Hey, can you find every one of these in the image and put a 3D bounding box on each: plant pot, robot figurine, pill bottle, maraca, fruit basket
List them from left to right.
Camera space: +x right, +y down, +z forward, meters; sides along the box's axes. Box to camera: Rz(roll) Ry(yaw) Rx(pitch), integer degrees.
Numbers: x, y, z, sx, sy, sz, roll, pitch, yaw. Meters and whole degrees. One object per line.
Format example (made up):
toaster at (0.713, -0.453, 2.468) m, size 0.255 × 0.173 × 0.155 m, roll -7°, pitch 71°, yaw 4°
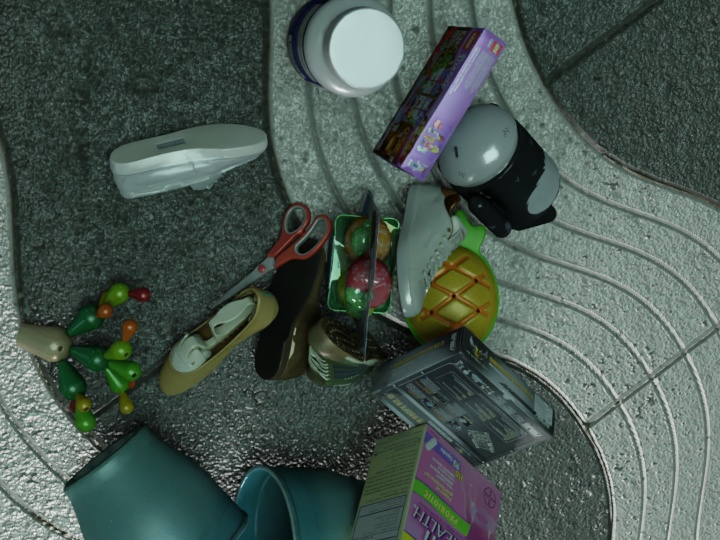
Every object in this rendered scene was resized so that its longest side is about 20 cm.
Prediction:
plant pot at (-0.283, 0.316, 1.264) m, size 0.200 × 0.200 × 0.188 m, roll -37°, pitch 95°, yaw -3°
plant pot at (-0.054, 0.367, 1.331) m, size 0.187 × 0.200 × 0.201 m, roll 2°, pitch 105°, yaw -31°
pill bottle at (-0.016, -0.273, 1.157) m, size 0.119 × 0.200 × 0.120 m, roll -4°, pitch 106°, yaw -14°
fruit basket at (0.000, 0.000, 1.239) m, size 0.093 × 0.200 × 0.186 m, roll 6°, pitch 105°, yaw 0°
maraca at (0.123, 0.016, 1.328) m, size 0.136 × 0.107 × 0.201 m, roll -3°, pitch 86°, yaw -4°
robot figurine at (0.186, -0.133, 1.281) m, size 0.125 × 0.150 × 0.200 m, roll -44°, pitch 128°, yaw 10°

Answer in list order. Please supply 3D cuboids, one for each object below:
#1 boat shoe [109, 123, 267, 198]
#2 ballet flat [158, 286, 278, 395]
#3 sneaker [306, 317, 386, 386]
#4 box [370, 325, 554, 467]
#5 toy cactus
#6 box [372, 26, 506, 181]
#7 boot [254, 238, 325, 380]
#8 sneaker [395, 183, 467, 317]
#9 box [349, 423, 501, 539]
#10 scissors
boat shoe at (-0.215, -0.134, 1.217) m, size 0.199 × 0.072 × 0.069 m, roll -17°, pitch 130°, yaw -17°
ballet flat at (-0.201, 0.088, 1.272) m, size 0.200 × 0.069 × 0.063 m, roll -40°, pitch 153°, yaw 0°
sneaker at (-0.037, 0.123, 1.285) m, size 0.090 × 0.200 × 0.067 m, roll -39°, pitch 69°, yaw 12°
box at (0.138, 0.176, 1.274) m, size 0.158 × 0.048 × 0.200 m, roll -30°, pitch 119°, yaw 36°
toy cactus at (-0.359, 0.101, 1.240) m, size 0.164 × 0.102 × 0.201 m, roll 17°, pitch 103°, yaw 1°
box at (0.098, -0.220, 1.236) m, size 0.039 × 0.137 × 0.201 m, roll 29°, pitch 95°, yaw -20°
boot at (-0.083, 0.055, 1.314) m, size 0.075 × 0.073 × 0.201 m, roll 12°, pitch 99°, yaw -47°
sneaker at (0.095, -0.031, 1.261) m, size 0.084 × 0.073 × 0.201 m, roll 2°, pitch 62°, yaw 14°
box at (0.089, 0.342, 1.274) m, size 0.096 × 0.201 × 0.176 m, roll -25°, pitch 122°, yaw 37°
scissors at (-0.119, -0.005, 1.282) m, size 0.073 × 0.014 × 0.200 m, roll 41°, pitch 92°, yaw 17°
